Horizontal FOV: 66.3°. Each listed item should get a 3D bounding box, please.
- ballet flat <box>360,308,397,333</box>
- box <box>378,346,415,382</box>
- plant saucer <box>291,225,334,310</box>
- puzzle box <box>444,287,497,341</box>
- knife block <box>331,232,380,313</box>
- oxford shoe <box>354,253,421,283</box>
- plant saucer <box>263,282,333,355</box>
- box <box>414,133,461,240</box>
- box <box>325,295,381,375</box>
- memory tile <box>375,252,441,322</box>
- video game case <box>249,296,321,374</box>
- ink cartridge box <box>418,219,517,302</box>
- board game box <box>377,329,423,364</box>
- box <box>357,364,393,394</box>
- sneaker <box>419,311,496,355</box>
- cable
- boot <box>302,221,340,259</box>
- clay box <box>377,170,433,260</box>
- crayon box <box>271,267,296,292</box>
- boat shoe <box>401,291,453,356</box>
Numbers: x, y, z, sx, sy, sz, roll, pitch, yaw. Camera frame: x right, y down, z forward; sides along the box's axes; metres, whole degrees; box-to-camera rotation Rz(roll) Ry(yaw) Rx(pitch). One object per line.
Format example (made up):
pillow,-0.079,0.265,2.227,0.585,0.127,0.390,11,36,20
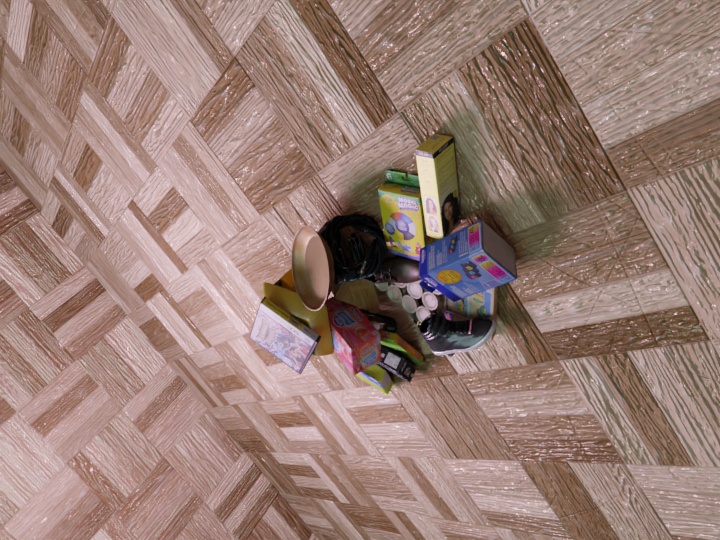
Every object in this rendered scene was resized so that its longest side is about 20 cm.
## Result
ballet flat,0.015,0.147,1.587,0.195,0.067,0.071,2,88,38
box,0.055,0.249,1.607,0.196,0.044,0.160,26,169,26
plant saucer,-0.111,-0.007,1.340,0.198,0.034,0.208,19,112,56
puzzle box,0.261,0.070,1.316,0.130,0.025,0.205,20,137,31
knife block,0.000,0.000,1.458,0.196,0.179,0.064,22,-163,-29
oxford shoe,0.071,0.006,1.334,0.194,0.084,0.075,0,110,30
plant saucer,-0.173,0.143,1.465,0.194,0.049,0.204,17,138,22
box,0.163,-0.169,1.138,0.049,0.075,0.205,20,139,38
box,-0.032,0.166,1.482,0.200,0.092,0.105,47,151,43
memory tile,0.120,0.031,1.382,0.198,0.017,0.157,37,133,24
video game case,-0.205,0.178,1.464,0.178,0.026,0.202,34,141,3
ink cartridge box,0.214,-0.009,1.173,0.135,0.079,0.197,31,142,-34
board game box,0.104,0.215,1.549,0.093,0.031,0.200,10,156,37
box,0.031,0.315,1.695,0.119,0.048,0.201,28,164,21
sneaker,0.221,0.140,1.311,0.197,0.072,0.099,-24,124,41
cable,-0.020,-0.068,1.340,0.160,0.204,0.051,-27,143,12
boot,-0.096,-0.017,1.485,0.066,0.131,0.205,10,132,36
clay box,0.104,-0.123,1.262,0.112,0.048,0.205,16,136,32
crayon box,-0.165,0.036,1.542,0.051,0.200,0.128,31,143,19
boat shoe,0.179,0.138,1.432,0.199,0.060,0.072,43,144,1
